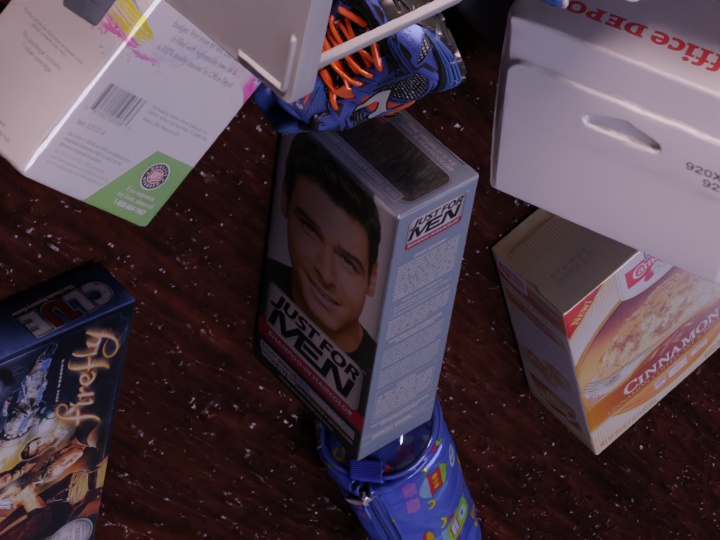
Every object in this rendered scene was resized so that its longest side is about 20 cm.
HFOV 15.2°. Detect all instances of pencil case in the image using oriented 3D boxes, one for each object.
[{"bbox_3d":[0.027,0.140,1.724,0.200,0.078,0.087,69,38,-59],"label":"pencil case"}]

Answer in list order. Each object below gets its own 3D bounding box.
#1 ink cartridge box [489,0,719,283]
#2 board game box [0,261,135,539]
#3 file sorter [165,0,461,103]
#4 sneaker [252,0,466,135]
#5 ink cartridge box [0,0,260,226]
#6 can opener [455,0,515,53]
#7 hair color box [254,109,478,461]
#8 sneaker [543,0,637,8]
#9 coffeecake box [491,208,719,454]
[{"bbox_3d":[0.178,-0.127,1.457,0.200,0.147,0.145,-56,161,-34],"label":"ink cartridge box"},{"bbox_3d":[-0.193,0.100,1.421,0.135,0.035,0.200,-25,145,-34],"label":"board game box"},{"bbox_3d":[-0.040,-0.195,1.088,0.124,0.200,0.139,-28,146,-35],"label":"file sorter"},{"bbox_3d":[-0.004,-0.101,1.328,0.078,0.075,0.200,-28,175,-14],"label":"sneaker"},{"bbox_3d":[-0.086,-0.127,1.247,0.200,0.067,0.117,-50,153,7],"label":"ink cartridge box"},{"bbox_3d":[0.033,-0.165,1.398,0.067,0.053,0.200,-18,156,15],"label":"can opener"},{"bbox_3d":[0.000,0.000,1.491,0.061,0.099,0.200,-28,146,-31],"label":"hair color box"},{"bbox_3d":[0.083,-0.171,1.274,0.200,0.077,0.076,-4,145,-52],"label":"sneaker"},{"bbox_3d":[0.177,0.008,1.769,0.153,0.073,0.200,-40,150,-12],"label":"coffeecake box"}]
